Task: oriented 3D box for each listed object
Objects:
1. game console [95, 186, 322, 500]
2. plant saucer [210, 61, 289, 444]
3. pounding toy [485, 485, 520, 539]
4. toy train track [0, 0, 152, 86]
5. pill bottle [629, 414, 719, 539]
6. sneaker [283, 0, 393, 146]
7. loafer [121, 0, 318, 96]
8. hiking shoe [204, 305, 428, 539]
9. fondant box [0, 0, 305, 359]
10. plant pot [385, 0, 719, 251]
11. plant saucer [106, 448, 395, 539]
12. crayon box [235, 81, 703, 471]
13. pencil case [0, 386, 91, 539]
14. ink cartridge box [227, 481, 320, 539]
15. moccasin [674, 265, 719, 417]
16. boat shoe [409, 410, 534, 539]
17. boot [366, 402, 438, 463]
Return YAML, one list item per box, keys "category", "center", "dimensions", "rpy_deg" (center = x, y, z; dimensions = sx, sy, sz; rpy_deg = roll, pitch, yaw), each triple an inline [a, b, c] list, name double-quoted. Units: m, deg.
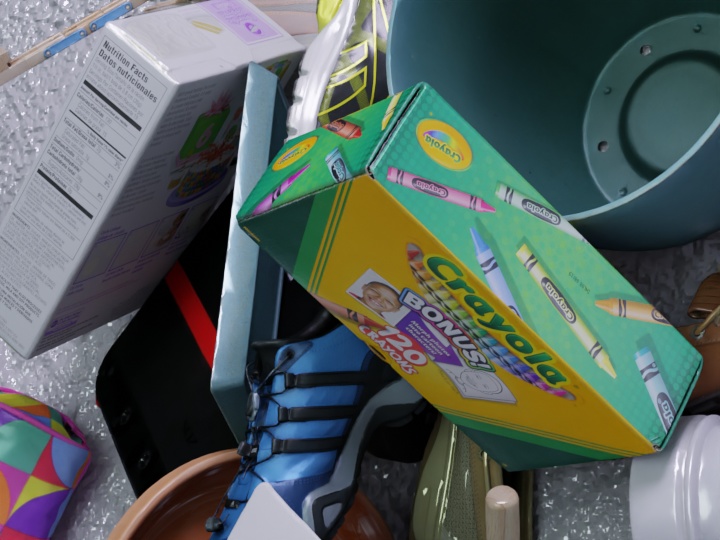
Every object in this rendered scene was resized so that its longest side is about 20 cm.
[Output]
- category: "game console"
  center: [-0.079, 0.052, 1.081]
  dimensions: [0.177, 0.031, 0.200]
  rpy_deg: [-51, 33, 10]
- category: "plant saucer"
  center: [-0.055, -0.012, 1.010]
  dimensions: [0.019, 0.070, 0.202]
  rpy_deg: [-2, 60, 10]
- category: "pounding toy"
  center: [0.043, 0.217, 0.908]
  dimensions: [0.141, 0.184, 0.202]
  rpy_deg: [-3, 74, 31]
- category: "toy train track"
  center: [-0.153, -0.177, 1.175]
  dimensions: [0.199, 0.033, 0.115]
  rpy_deg: [-32, 20, -6]
- category: "pill bottle"
  center: [0.232, 0.106, 0.862]
  dimensions: [0.198, 0.119, 0.121]
  rpy_deg: [-7, 72, 31]
- category: "sneaker"
  center: [0.009, -0.100, 1.041]
  dimensions: [0.084, 0.075, 0.202]
  rpy_deg: [9, 75, 7]
- category: "loafer"
  center: [-0.069, -0.142, 1.160]
  dimensions: [0.198, 0.072, 0.063]
  rpy_deg: [5, 61, 26]
- category: "hiking shoe"
  center: [-0.036, 0.077, 0.935]
  dimensions: [0.200, 0.087, 0.074]
  rpy_deg: [-53, 18, -28]
- category: "fondant box"
  center: [-0.129, -0.056, 1.082]
  dimensions: [0.058, 0.144, 0.201]
  rpy_deg: [40, 118, 12]
- category: "plant pot"
  center: [0.138, -0.101, 0.954]
  dimensions: [0.199, 0.161, 0.203]
  rpy_deg: [-9, 72, 30]
- category: "plant saucer"
  center: [-0.060, 0.193, 0.980]
  dimensions: [0.032, 0.199, 0.203]
  rpy_deg: [-4, 73, 55]
- category: "crayon box"
  center: [0.052, 0.010, 0.886]
  dimensions: [0.118, 0.200, 0.059]
  rpy_deg: [-17, 36, 56]
- category: "pencil case"
  center: [-0.238, 0.173, 1.161]
  dimensions: [0.088, 0.088, 0.201]
  rpy_deg: [28, 94, 34]
- category: "ink cartridge box"
  center: [-0.041, 0.210, 0.833]
  dimensions: [0.116, 0.067, 0.201]
  rpy_deg: [40, 106, 43]
- category: "moccasin"
  center: [0.189, 0.029, 0.945]
  dimensions: [0.200, 0.073, 0.078]
  rpy_deg: [-28, 71, 33]
- category: "boat shoe"
  center: [0.077, 0.066, 1.000]
  dimensions: [0.063, 0.073, 0.203]
  rpy_deg: [9, 84, 31]
- category: "boot"
  center: [0.000, 0.000, 1.071]
  dimensions: [0.138, 0.077, 0.202]
  rpy_deg: [6, 71, 45]
